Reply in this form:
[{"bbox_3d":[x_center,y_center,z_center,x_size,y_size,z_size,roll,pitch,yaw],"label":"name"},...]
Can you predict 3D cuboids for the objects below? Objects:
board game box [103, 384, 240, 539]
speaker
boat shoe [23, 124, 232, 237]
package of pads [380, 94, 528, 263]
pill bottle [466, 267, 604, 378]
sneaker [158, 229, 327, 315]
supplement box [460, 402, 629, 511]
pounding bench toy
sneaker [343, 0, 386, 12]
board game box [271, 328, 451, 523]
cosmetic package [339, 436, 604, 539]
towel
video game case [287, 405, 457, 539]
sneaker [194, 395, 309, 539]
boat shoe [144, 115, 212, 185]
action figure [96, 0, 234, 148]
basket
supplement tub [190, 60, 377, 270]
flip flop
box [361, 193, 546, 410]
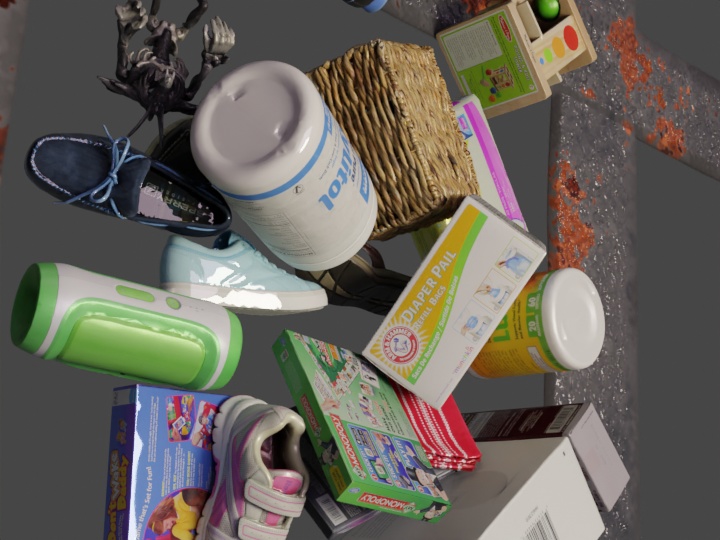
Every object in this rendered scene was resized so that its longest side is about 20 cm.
[{"bbox_3d":[-0.172,0.216,1.086,0.133,0.044,0.204,13,73,-41],"label":"board game box"},{"bbox_3d":[-0.209,0.053,1.045,0.197,0.088,0.090,16,70,-32],"label":"speaker"},{"bbox_3d":[-0.208,-0.085,1.068,0.197,0.068,0.086,11,89,-22],"label":"boat shoe"},{"bbox_3d":[0.114,-0.094,1.404,0.154,0.068,0.203,-32,103,-42],"label":"package of pads"},{"bbox_3d":[0.170,0.066,1.329,0.110,0.198,0.113,12,73,-44],"label":"pill bottle"},{"bbox_3d":[-0.112,0.001,1.167,0.198,0.073,0.084,7,81,-42],"label":"sneaker"},{"bbox_3d":[0.195,0.218,1.324,0.061,0.198,0.110,-43,110,-39],"label":"supplement box"},{"bbox_3d":[0.191,-0.325,1.485,0.156,0.123,0.202,-38,107,-41],"label":"pounding bench toy"},{"bbox_3d":[-0.001,-0.411,1.360,0.077,0.069,0.204,13,74,-47],"label":"sneaker"},{"bbox_3d":[-0.001,0.150,1.127,0.133,0.029,0.201,21,28,-38],"label":"board game box"},{"bbox_3d":[0.119,0.286,1.239,0.199,0.198,0.125,-37,108,-41],"label":"cosmetic package"},{"bbox_3d":[0.028,0.147,1.236,0.197,0.023,0.146,12,36,-31],"label":"towel"},{"bbox_3d":[-0.003,0.188,1.214,0.198,0.019,0.143,-16,56,-44],"label":"video game case"},{"bbox_3d":[-0.095,0.214,1.066,0.080,0.087,0.204,13,73,-41],"label":"sneaker"},{"bbox_3d":[-0.144,-0.132,1.169,0.201,0.065,0.072,-45,114,-38],"label":"boat shoe"},{"bbox_3d":[-0.187,-0.229,1.123,0.117,0.102,0.204,12,71,-19],"label":"action figure"},{"bbox_3d":[0.027,-0.139,1.288,0.148,0.141,0.203,-15,83,-63],"label":"basket"},{"bbox_3d":[-0.069,-0.097,1.115,0.200,0.130,0.134,51,45,-61],"label":"supplement tub"},{"bbox_3d":[0.000,0.000,1.276,0.198,0.081,0.058,17,52,-46],"label":"flip flop"},{"bbox_3d":[0.101,0.031,1.222,0.101,0.202,0.112,35,9,5],"label":"box"}]
